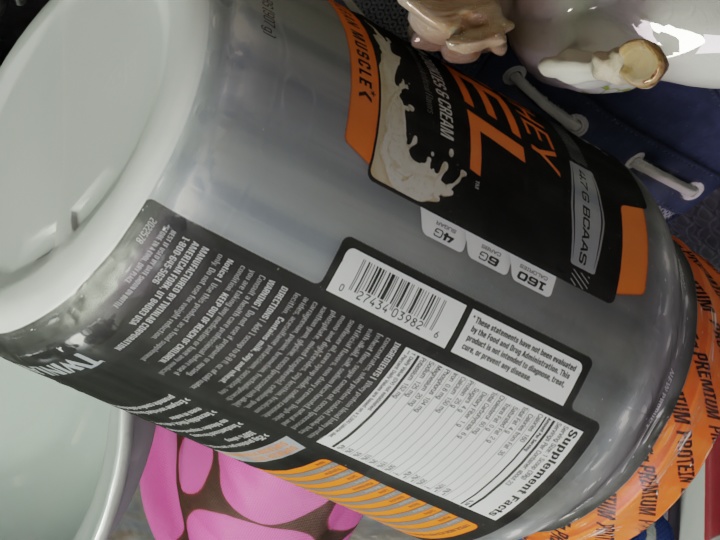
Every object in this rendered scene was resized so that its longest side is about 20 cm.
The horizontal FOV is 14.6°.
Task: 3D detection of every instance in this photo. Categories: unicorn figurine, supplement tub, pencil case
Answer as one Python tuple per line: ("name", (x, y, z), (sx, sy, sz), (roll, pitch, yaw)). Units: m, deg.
("unicorn figurine", (0.111, -0.062, 0.758), (0.200, 0.074, 0.137), (18, 176, 0))
("supplement tub", (0.000, 0.000, 0.763), (0.200, 0.123, 0.123), (26, 138, -32))
("pencil case", (-0.024, 0.027, 0.945), (0.091, 0.094, 0.200), (-26, 155, -33))

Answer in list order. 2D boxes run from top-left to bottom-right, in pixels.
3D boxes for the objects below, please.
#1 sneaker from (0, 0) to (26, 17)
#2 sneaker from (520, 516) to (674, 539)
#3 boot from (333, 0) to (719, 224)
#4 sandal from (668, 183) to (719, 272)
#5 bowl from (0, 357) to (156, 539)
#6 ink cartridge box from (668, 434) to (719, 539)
("sneaker", (-0.075, -0.124, 0.755), (0.200, 0.099, 0.071), (-23, 131, 30))
("sneaker", (0.069, 0.079, 0.996), (0.088, 0.075, 0.200), (5, 156, 4))
("boot", (0.045, -0.083, 0.822), (0.090, 0.073, 0.200), (-33, 131, 22))
("sandal", (0.125, -0.017, 0.907), (0.200, 0.043, 0.076), (-7, 133, 32))
("bowl", (-0.137, 0.026, 0.868), (0.201, 0.201, 0.090), (-16, 178, 26))
("ink cartridge box", (0.211, 0.126, 0.978), (0.200, 0.147, 0.083), (7, 139, -1))
